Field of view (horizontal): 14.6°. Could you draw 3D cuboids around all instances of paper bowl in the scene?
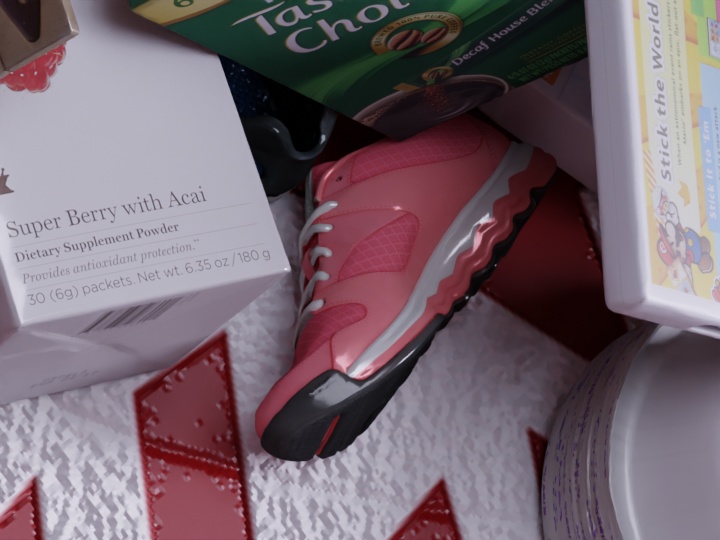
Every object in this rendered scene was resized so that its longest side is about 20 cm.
[{"bbox_3d":[0.186,0.101,1.202,0.200,0.104,0.202,10,67,-25],"label":"paper bowl"}]

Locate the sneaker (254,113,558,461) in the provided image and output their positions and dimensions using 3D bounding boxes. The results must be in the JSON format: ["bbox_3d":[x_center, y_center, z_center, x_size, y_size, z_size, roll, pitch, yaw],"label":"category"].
[{"bbox_3d":[0.000,0.000,1.174,0.087,0.074,0.200,37,52,5],"label":"sneaker"}]

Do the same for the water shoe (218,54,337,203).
[{"bbox_3d":[-0.069,-0.126,1.170,0.071,0.079,0.201,-28,85,-34],"label":"water shoe"}]

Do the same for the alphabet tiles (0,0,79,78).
[{"bbox_3d":[-0.193,-0.090,1.029,0.008,0.199,0.168,1,66,-58],"label":"alphabet tiles"}]

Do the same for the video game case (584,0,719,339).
[{"bbox_3d":[0.153,-0.067,1.131,0.182,0.023,0.201,14,68,-46],"label":"video game case"}]

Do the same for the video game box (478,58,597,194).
[{"bbox_3d":[0.171,-0.095,1.308,0.200,0.047,0.183,34,60,-13],"label":"video game box"}]

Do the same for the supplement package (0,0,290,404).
[{"bbox_3d":[-0.131,-0.062,1.086,0.121,0.120,0.201,-12,76,-32],"label":"supplement package"}]

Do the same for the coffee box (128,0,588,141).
[{"bbox_3d":[0.009,-0.112,1.077,0.200,0.123,0.044,24,47,-57],"label":"coffee box"}]
